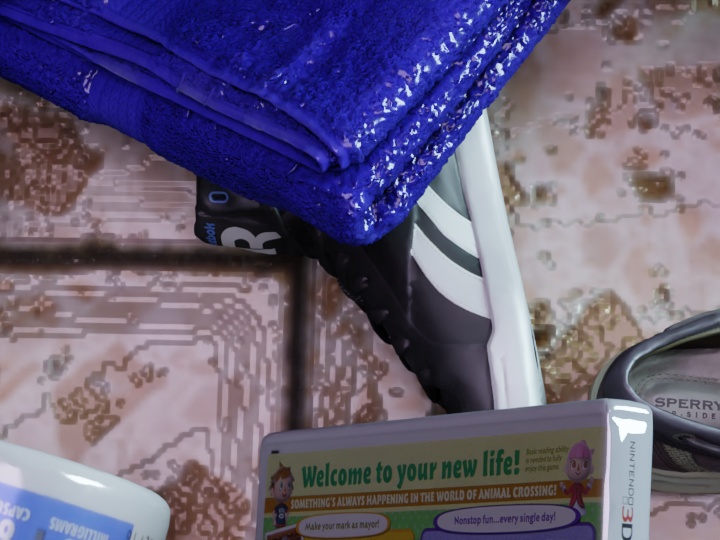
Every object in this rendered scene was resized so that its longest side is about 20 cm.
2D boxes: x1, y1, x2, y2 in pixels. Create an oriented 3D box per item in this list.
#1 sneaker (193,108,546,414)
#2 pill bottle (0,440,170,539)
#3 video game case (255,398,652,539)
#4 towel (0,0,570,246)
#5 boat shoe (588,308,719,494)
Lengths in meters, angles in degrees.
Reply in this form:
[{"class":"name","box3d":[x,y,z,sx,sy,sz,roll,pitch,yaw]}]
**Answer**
[{"class":"sneaker","box3d":[0.000,0.000,0.919,0.111,0.073,0.201,-12,71,4]},{"class":"pill bottle","box3d":[-0.143,0.157,0.871,0.113,0.114,0.201,15,81,6]},{"class":"video game case","box3d":[0.021,0.138,0.837,0.022,0.200,0.183,9,79,-32]},{"class":"towel","box3d":[-0.035,-0.103,0.898,0.199,0.050,0.148,27,72,33]},{"class":"boat shoe","box3d":[0.178,0.041,0.899,0.199,0.065,0.072,-3,78,2]}]
